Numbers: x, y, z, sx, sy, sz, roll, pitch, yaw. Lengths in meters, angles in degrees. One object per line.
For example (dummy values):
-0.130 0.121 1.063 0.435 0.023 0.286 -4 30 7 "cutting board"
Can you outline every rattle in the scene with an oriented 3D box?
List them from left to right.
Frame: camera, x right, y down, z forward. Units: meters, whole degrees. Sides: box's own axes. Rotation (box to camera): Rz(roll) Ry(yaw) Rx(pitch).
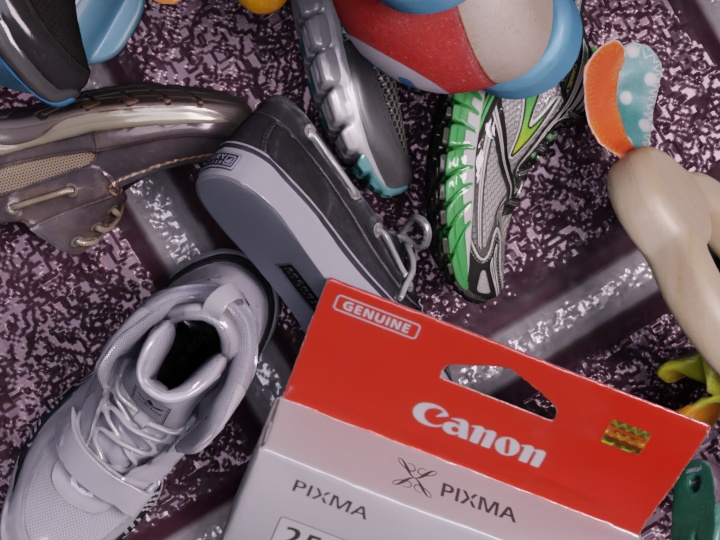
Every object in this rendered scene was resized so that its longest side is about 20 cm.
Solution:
0.134 0.000 0.841 0.200 0.143 0.130 46 47 -11 "rattle"

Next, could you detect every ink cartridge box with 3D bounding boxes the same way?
0.046 0.111 0.819 0.199 0.044 0.174 21 132 -2 "ink cartridge box"

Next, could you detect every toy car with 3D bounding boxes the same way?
-0.023 -0.154 0.737 0.199 0.184 0.178 -10 80 19 "toy car"

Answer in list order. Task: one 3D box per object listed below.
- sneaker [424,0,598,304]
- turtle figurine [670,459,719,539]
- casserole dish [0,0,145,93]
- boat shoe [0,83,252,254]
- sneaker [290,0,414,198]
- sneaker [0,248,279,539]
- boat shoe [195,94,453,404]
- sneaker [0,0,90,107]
0.081 -0.081 0.835 0.085 0.078 0.201 13 93 -2 "sneaker"
0.256 0.128 0.833 0.199 0.101 0.150 23 117 -30 "turtle figurine"
-0.202 -0.173 0.846 0.199 0.039 0.121 30 93 -3 "casserole dish"
-0.148 -0.049 0.844 0.199 0.075 0.074 -6 105 7 "boat shoe"
0.009 -0.138 0.835 0.091 0.078 0.201 -14 95 -4 "sneaker"
-0.116 0.075 0.823 0.075 0.115 0.200 38 92 -2 "sneaker"
-0.002 0.000 0.829 0.199 0.073 0.068 50 61 -25 "boat shoe"
-0.157 -0.178 0.790 0.082 0.073 0.201 -17 94 1 "sneaker"
